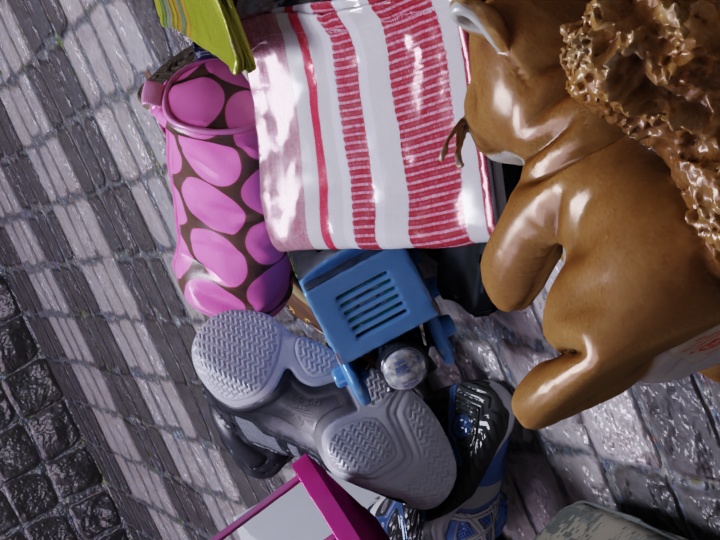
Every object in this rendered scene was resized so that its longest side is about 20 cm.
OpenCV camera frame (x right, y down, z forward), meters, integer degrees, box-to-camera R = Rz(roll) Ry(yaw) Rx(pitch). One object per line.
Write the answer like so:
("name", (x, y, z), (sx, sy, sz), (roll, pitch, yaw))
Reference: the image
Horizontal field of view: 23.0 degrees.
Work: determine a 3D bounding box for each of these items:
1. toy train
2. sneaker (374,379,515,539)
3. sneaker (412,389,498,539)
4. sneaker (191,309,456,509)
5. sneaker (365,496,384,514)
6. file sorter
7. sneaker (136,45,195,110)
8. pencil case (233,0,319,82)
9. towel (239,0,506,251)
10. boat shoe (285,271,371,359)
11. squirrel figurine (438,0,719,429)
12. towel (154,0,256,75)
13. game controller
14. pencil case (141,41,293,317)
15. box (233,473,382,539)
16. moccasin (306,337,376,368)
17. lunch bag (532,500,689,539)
("toy train", (0.000, 0.000, 1.131), (0.200, 0.086, 0.115), (-112, -4, -63))
("sneaker", (0.066, 0.146, 1.223), (0.076, 0.076, 0.201), (59, 142, 34))
("sneaker", (0.058, 0.178, 1.330), (0.082, 0.073, 0.202), (-117, 13, -67))
("sneaker", (-0.026, 0.109, 1.199), (0.199, 0.076, 0.114), (31, 151, 12))
("sneaker", (0.062, 0.275, 1.434), (0.201, 0.076, 0.080), (61, 153, 2))
("file sorter", (-0.011, 0.247, 1.099), (0.201, 0.125, 0.139), (54, -178, 31))
("sneaker", (-0.118, -0.122, 1.376), (0.076, 0.070, 0.200), (54, 173, -22))
("pencil case", (-0.042, -0.152, 1.101), (0.201, 0.077, 0.090), (57, 137, 19))
("towel", (0.001, -0.083, 0.989), (0.199, 0.023, 0.145), (0, 101, 51))
("boat shoe", (-0.045, 0.003, 1.339), (0.200, 0.072, 0.068), (39, 149, 47))
("squirrel figurine", (0.118, -0.058, 0.749), (0.188, 0.140, 0.200), (67, 151, 22))
("towel", (-0.108, -0.174, 1.077), (0.087, 0.018, 0.200), (68, 169, -22))
("game controller", (0.060, -0.057, 1.032), (0.201, 0.042, 0.105), (94, 159, -58))
("pencil case", (-0.093, -0.051, 1.199), (0.201, 0.093, 0.091), (89, 177, -46))
("box", (-0.016, 0.289, 1.577), (0.097, 0.124, 0.201), (36, 148, 55))
("moccasin", (-0.028, 0.088, 1.347), (0.077, 0.074, 0.201), (20, -174, -6))
("lunch bag", (0.164, 0.244, 1.005), (0.168, 0.139, 0.200), (47, 167, -13))
